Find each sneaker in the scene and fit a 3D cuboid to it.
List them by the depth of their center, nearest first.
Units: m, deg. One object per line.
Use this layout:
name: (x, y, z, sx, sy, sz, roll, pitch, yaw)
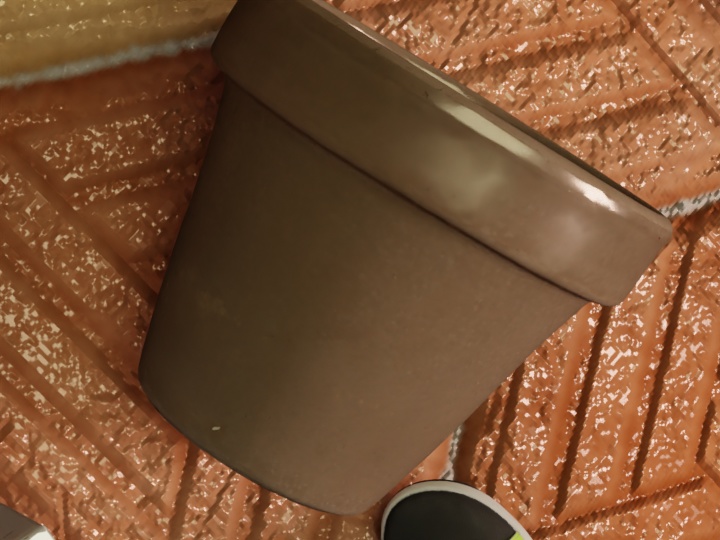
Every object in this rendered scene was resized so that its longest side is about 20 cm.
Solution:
sneaker: (0.056, 0.177, 0.836, 0.072, 0.083, 0.200, -25, 69, 11)

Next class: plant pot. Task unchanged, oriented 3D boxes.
plant pot: (0.000, 0.000, 0.814, 0.200, 0.200, 0.175, 28, 99, -18)

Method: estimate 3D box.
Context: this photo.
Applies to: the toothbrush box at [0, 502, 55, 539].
toothbrush box: (-0.113, 0.192, 0.776, 0.085, 0.146, 0.200, -37, 103, -17)
